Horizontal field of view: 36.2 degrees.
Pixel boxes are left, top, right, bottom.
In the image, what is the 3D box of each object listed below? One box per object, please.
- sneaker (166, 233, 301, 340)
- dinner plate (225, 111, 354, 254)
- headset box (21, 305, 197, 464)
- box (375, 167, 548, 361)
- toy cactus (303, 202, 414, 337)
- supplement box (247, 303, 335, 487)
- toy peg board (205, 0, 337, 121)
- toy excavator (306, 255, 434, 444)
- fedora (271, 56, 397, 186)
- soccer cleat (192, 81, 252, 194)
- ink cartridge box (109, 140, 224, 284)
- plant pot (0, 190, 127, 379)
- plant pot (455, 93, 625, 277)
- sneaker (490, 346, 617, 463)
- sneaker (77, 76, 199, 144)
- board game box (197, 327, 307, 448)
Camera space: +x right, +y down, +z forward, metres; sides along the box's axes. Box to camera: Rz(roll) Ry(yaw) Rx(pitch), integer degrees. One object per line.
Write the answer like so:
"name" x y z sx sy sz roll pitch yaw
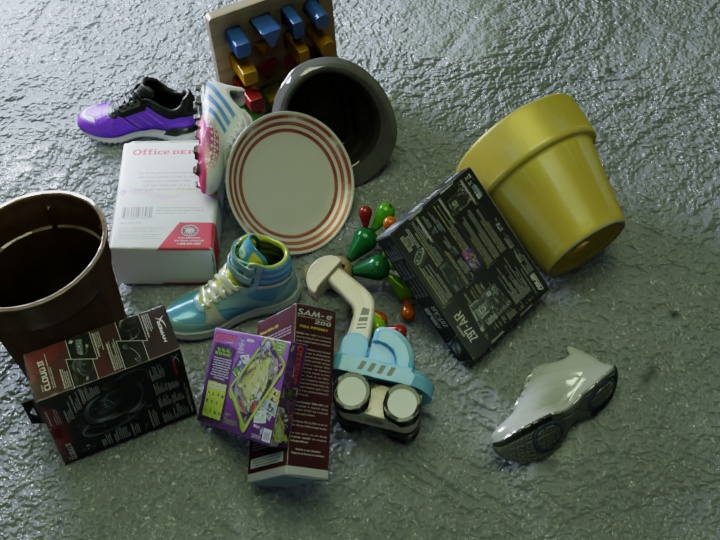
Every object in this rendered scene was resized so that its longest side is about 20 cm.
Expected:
"sneaker" -0.178 0.013 1.463 0.197 0.131 0.080 -20 55 -13
"dinner plate" -0.101 -0.124 1.566 0.197 0.024 0.204 1 88 -25
"headset box" -0.313 0.145 1.355 0.197 0.150 0.078 -19 53 -12
"box" 0.137 -0.008 1.452 0.160 0.043 0.201 -40 99 -25
"toy cactus" 0.000 0.000 1.492 0.162 0.102 0.204 -6 73 19
"supplement box" -0.083 0.152 1.324 0.060 0.108 0.204 12 70 -28
"toy peg board" -0.112 -0.309 1.658 0.198 0.201 0.098 -23 52 -16
"toy excavator" 0.008 0.095 1.387 0.191 0.100 0.203 12 67 9
"fedora" -0.048 -0.227 1.635 0.177 0.200 0.090 -47 28 5
"soccer cleat" -0.193 -0.192 1.558 0.085 0.070 0.202 2 53 -11
"ink cartridge box" -0.270 -0.083 1.567 0.145 0.086 0.202 0 51 -1
"plant pot" -0.387 0.040 1.394 0.196 0.200 0.202 -5 46 6
"plant pot" 0.259 -0.105 1.511 0.199 0.201 0.190 -25 71 -17
"sneaker" 0.232 0.168 1.381 0.198 0.075 0.087 -30 45 -27
"sneaker" -0.341 -0.254 1.688 0.196 0.100 0.070 0 50 1
"board game box" -0.134 0.137 1.324 0.032 0.199 0.122 9 88 -33
